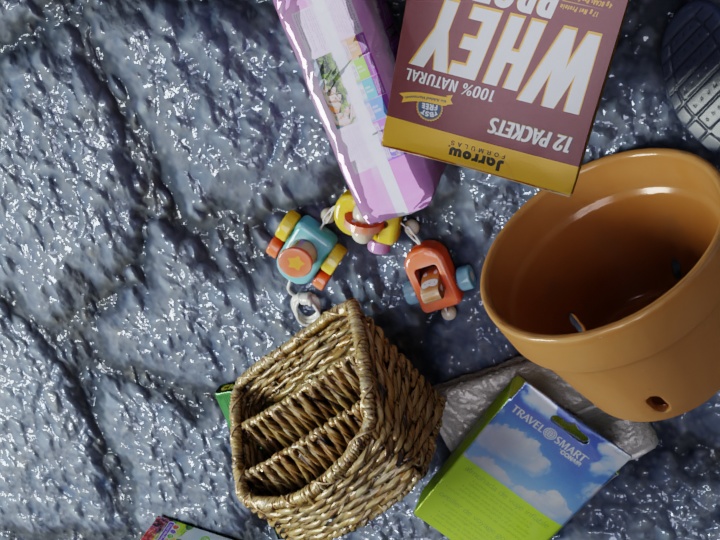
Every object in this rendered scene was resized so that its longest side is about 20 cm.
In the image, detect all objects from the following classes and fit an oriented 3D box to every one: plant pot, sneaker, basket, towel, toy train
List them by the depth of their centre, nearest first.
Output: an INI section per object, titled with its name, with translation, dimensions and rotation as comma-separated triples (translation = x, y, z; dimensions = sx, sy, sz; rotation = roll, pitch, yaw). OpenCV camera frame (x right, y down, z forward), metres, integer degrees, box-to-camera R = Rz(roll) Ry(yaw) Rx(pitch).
[sneaker]
translation = 0.304, -0.118, 0.651
dimensions = 0.201, 0.082, 0.074
rotation = 56, 148, 7
[plant pot]
translation = 0.214, 0.022, 0.687
dimensions = 0.198, 0.202, 0.140
rotation = -23, 123, 27
[toy train]
translation = 0.000, 0.000, 0.817
dimensions = 0.197, 0.056, 0.152
rotation = -12, 110, 23
[basket]
translation = -0.042, 0.154, 0.822
dimensions = 0.199, 0.143, 0.149
rotation = -34, 107, 33
[towel]
translation = 0.169, 0.144, 0.842
dimensions = 0.198, 0.035, 0.134
rotation = -25, 106, 27

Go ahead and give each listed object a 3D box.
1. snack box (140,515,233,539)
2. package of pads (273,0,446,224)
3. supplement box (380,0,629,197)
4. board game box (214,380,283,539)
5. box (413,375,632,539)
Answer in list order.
[snack box]
translation = -0.205, 0.419, 1.094
dimensions = 0.140, 0.053, 0.203
rotation = 12, 118, 11
[package of pads]
translation = 0.005, -0.149, 0.698
dimensions = 0.075, 0.121, 0.203
rotation = -20, 105, 14
[supplement box]
translation = 0.116, -0.191, 0.599
dimensions = 0.131, 0.200, 0.200
rotation = 16, 120, 10
[board game box]
translation = -0.080, 0.210, 0.966
dimensions = 0.103, 0.024, 0.203
rotation = -10, 111, 24
[box]
translation = 0.151, 0.194, 0.825
dimensions = 0.121, 0.048, 0.201
rotation = 34, 121, 2
